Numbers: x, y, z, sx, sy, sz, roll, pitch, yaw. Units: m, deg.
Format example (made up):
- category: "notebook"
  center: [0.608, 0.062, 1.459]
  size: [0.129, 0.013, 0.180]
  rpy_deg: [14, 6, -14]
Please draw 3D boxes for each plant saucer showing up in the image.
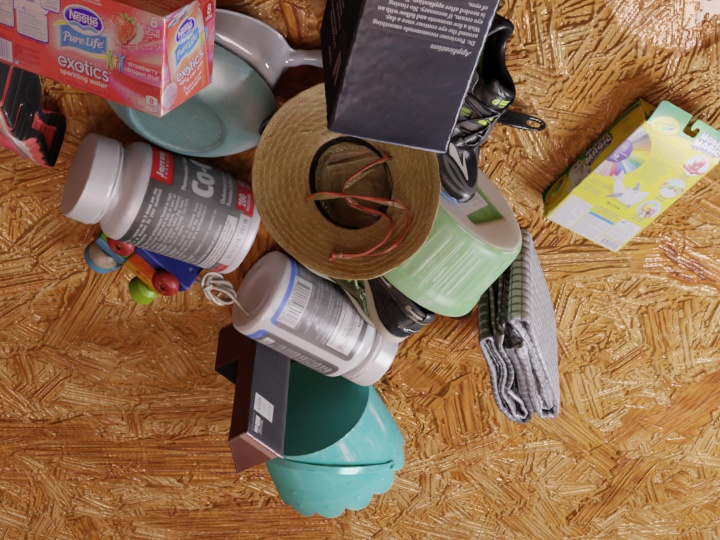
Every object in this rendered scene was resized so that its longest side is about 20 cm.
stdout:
- category: "plant saucer"
  center: [-0.189, -0.172, 1.107]
  size: [0.200, 0.039, 0.201]
  rpy_deg: [9, 150, 5]

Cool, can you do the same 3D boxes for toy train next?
- category: "toy train"
  center: [-0.241, 0.012, 1.284]
  size: [0.200, 0.085, 0.116]
  rpy_deg: [44, 135, -15]

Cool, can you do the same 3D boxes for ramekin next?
- category: "ramekin"
  center: [0.086, -0.057, 1.165]
  size: [0.200, 0.200, 0.098]
  rpy_deg: [30, 121, -28]

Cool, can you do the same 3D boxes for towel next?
- category: "towel"
  center: [0.193, 0.074, 1.322]
  size: [0.085, 0.166, 0.200]
  rpy_deg: [-10, 136, 18]

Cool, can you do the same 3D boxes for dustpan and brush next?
- category: "dustpan and brush"
  center: [-0.102, -0.219, 1.095]
  size: [0.199, 0.057, 0.140]
  rpy_deg: [11, 150, 2]

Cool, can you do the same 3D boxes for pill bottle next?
- category: "pill bottle"
  center: [-0.054, 0.067, 1.347]
  size: [0.200, 0.114, 0.114]
  rpy_deg: [30, 128, -28]
- category: "pill bottle"
  center: [-0.223, -0.077, 1.180]
  size: [0.200, 0.114, 0.114]
  rpy_deg: [19, 133, -29]

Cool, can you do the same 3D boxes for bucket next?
- category: "bucket"
  center: [-0.051, 0.227, 1.459]
  size: [0.207, 0.208, 0.135]
  rpy_deg: [-13, 131, 13]

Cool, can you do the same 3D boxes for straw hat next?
- category: "straw hat"
  center: [-0.006, -0.085, 1.062]
  size: [0.200, 0.202, 0.085]
  rpy_deg: [-13, 174, 12]

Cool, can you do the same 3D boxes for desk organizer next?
- category: "desk organizer"
  center: [-0.146, 0.158, 1.378]
  size: [0.077, 0.200, 0.072]
  rpy_deg: [-26, 131, 27]

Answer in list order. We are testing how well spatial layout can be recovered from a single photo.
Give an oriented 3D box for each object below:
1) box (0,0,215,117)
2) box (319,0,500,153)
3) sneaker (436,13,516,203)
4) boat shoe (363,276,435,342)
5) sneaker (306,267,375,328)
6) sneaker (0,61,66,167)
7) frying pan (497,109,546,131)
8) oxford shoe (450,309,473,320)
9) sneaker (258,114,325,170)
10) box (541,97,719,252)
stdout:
- category: "box"
  center: [-0.244, -0.233, 0.982]
  size: [0.200, 0.095, 0.103]
  rpy_deg: [20, 127, 16]
- category: "box"
  center: [0.041, -0.248, 0.945]
  size: [0.117, 0.197, 0.200]
  rpy_deg: [9, 128, -12]
- category: "sneaker"
  center: [0.113, -0.167, 1.066]
  size: [0.071, 0.083, 0.200]
  rpy_deg: [-2, 104, -47]
- category: "boat shoe"
  center: [0.030, -0.021, 1.211]
  size: [0.072, 0.200, 0.068]
  rpy_deg: [-6, 159, -43]
- category: "sneaker"
  center: [0.000, 0.000, 1.267]
  size: [0.200, 0.089, 0.077]
  rpy_deg: [42, 80, -18]
- category: "sneaker"
  center: [-0.378, -0.165, 1.096]
  size: [0.087, 0.074, 0.200]
  rpy_deg: [11, 162, 3]
- category: "frying pan"
  center: [0.110, -0.191, 1.129]
  size: [0.190, 0.031, 0.115]
  rpy_deg: [-16, 107, -23]
- category: "oxford shoe"
  center: [0.092, 0.025, 1.318]
  size: [0.073, 0.085, 0.200]
  rpy_deg: [-19, 146, 23]
- category: "sneaker"
  center: [-0.074, -0.121, 1.148]
  size: [0.112, 0.078, 0.200]
  rpy_deg: [-10, 139, -47]
- category: "box"
  center: [0.317, -0.115, 1.212]
  size: [0.117, 0.048, 0.200]
  rpy_deg: [24, 133, -23]
